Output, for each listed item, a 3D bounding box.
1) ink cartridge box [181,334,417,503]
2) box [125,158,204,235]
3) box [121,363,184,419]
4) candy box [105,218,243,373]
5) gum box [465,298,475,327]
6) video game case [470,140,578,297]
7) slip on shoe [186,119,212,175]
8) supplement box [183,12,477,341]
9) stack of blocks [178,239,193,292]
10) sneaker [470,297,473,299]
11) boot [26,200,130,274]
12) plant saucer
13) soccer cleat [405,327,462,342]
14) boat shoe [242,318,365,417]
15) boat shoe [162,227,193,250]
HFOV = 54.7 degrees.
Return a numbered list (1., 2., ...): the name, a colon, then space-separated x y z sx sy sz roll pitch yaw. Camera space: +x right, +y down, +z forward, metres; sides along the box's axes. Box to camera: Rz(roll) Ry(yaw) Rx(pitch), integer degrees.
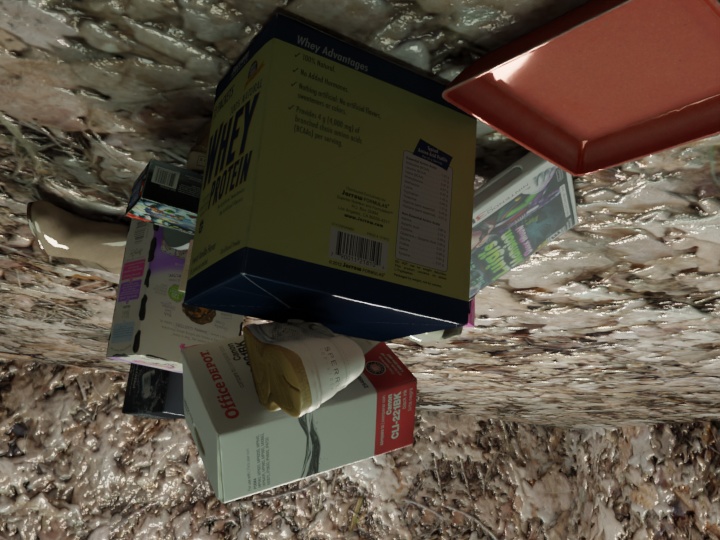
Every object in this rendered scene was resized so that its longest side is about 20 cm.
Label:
1. ink cartridge box: -0.065 0.125 0.690 0.198 0.085 0.144 -12 -150 -23
2. box: -0.123 -0.050 0.690 0.198 0.040 0.137 16 172 -22
3. box: -0.513 0.285 1.836 0.199 0.199 0.117 -11 157 40
4. candy box: -0.240 0.034 0.948 0.071 0.202 0.167 -10 158 38
5. gum box: 0.090 0.056 1.165 0.198 0.067 0.113 -6 162 29
6. video game case: 0.149 -0.041 0.749 0.181 0.023 0.200 -35 154 7
7. slip on shoe: -0.145 -0.104 0.717 0.075 0.061 0.200 14 172 -7
8. supplement box: -0.021 -0.061 0.583 0.198 0.202 0.134 14 162 -29
9. stack of blocks: -0.137 0.008 0.769 0.114 0.059 0.199 17 174 -31
10. sneaker: 0.084 0.008 0.999 0.198 0.075 0.085 8 162 -12
11. boot: -0.356 -0.046 0.966 0.145 0.071 0.200 -1 165 -6
12. plant saucer: 0.199 -0.146 0.537 0.198 0.037 0.199 18 159 -38
13. soccer cleat: 0.053 0.036 0.747 0.077 0.070 0.200 0 164 25
14. boat shoe: -0.048 0.074 0.567 0.069 0.072 0.200 -17 -173 -20
15. boat shoe: -0.147 -0.061 0.861 0.199 0.072 0.091 -7 170 36
